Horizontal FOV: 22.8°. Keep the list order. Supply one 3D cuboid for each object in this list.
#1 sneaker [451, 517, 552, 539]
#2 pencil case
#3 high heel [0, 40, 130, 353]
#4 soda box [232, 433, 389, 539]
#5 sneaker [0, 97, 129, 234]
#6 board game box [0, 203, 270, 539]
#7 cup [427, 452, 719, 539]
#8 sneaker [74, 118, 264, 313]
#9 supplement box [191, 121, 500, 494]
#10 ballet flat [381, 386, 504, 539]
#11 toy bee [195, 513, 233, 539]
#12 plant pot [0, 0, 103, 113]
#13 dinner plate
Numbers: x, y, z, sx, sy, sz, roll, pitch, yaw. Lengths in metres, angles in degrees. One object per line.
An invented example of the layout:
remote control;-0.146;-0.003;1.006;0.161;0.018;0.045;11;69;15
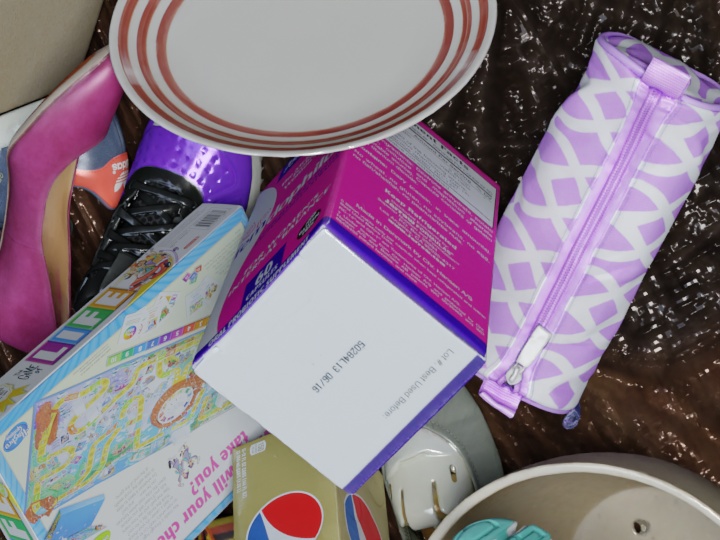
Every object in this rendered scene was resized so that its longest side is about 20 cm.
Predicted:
sneaker;0.111;0.202;0.818;0.200;0.077;0.091;39;129;15
pencil case;0.113;-0.022;0.913;0.084;0.085;0.201;28;109;12
high heel;-0.155;-0.035;0.977;0.096;0.068;0.200;39;128;-6
soda box;-0.022;0.173;0.902;0.064;0.201;0.068;-23;131;15
sneaker;-0.222;-0.043;1.058;0.199;0.075;0.085;-16;100;28
board game box;-0.111;0.076;0.945;0.034;0.200;0.135;5;129;44
cup;0.137;0.177;0.908;0.199;0.143;0.202;4;101;22
sneaker;-0.115;-0.009;1.002;0.069;0.099;0.201;20;108;16
supplement box;0.000;0.000;0.892;0.103;0.200;0.101;39;113;-11
ballet flat;0.050;0.145;0.983;0.067;0.064;0.201;-16;93;25
toy bee;-0.045;0.238;1.017;0.131;0.109;0.201;-32;97;-19
plant pot;-0.247;-0.182;0.980;0.199;0.200;0.178;9;110;21
dinner plate;-0.029;-0.124;0.916;0.199;0.201;0.024;14;143;20
